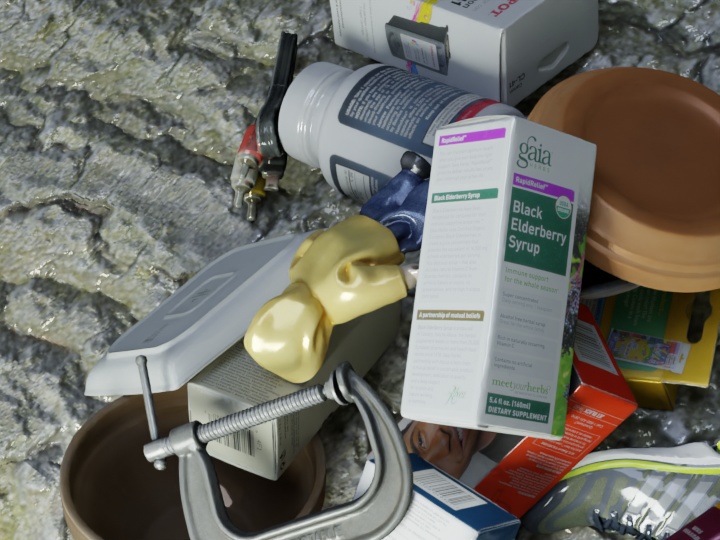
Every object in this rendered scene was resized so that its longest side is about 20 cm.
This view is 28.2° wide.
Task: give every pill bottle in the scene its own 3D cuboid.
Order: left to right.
[{"bbox_3d":[0.033,-0.108,1.213,0.199,0.120,0.120,24,71,32],"label":"pill bottle"}]

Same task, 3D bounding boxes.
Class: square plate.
[{"bbox_3d":[-0.121,0.029,1.150,0.198,0.029,0.200,-41,15,-28],"label":"square plate"}]

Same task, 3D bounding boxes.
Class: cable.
[{"bbox_3d":[-0.088,-0.150,1.305,0.050,0.097,0.201,2,60,1],"label":"cable"}]

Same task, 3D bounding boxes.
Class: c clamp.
[{"bbox_3d":[-0.062,0.120,0.974,0.199,0.027,0.172,-15,76,21],"label":"c clamp"}]

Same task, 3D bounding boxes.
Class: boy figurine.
[{"bbox_3d":[0.000,0.000,1.039,0.200,0.065,0.124,-48,37,-18],"label":"boy figurine"}]

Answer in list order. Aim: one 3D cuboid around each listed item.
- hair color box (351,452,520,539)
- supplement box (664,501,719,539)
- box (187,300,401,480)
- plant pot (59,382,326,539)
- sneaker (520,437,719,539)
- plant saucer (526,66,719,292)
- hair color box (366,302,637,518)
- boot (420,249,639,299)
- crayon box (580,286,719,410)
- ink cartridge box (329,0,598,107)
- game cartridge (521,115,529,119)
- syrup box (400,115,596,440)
[{"bbox_3d":[0.024,0.237,0.979,0.100,0.060,0.201,29,106,34],"label":"hair color box"},{"bbox_3d":[0.192,0.250,0.918,0.200,0.086,0.111,-34,86,1],"label":"supplement box"},{"bbox_3d":[-0.047,0.068,1.112,0.082,0.069,0.200,19,40,24],"label":"box"},{"bbox_3d":[-0.125,0.181,1.091,0.200,0.093,0.201,1,36,-1],"label":"plant pot"},{"bbox_3d":[0.209,0.168,1.000,0.199,0.074,0.081,-12,61,19],"label":"sneaker"},{"bbox_3d":[0.213,-0.075,1.020,0.199,0.038,0.201,6,53,-8],"label":"plant saucer"},{"bbox_3d":[0.095,0.116,1.021,0.200,0.061,0.102,-50,38,26],"label":"hair color box"},{"bbox_3d":[0.127,-0.020,1.060,0.199,0.096,0.074,-1,104,21],"label":"boot"},{"bbox_3d":[0.182,0.035,1.104,0.199,0.052,0.126,5,62,25],"label":"crayon box"},{"bbox_3d":[0.091,-0.236,1.265,0.199,0.086,0.147,26,50,34],"label":"ink cartridge box"},{"bbox_3d":[0.206,-0.093,1.114,0.199,0.042,0.133,-8,21,-18],"label":"game cartridge"},{"bbox_3d":[0.092,0.005,0.944,0.081,0.078,0.201,0,80,53],"label":"syrup box"}]
